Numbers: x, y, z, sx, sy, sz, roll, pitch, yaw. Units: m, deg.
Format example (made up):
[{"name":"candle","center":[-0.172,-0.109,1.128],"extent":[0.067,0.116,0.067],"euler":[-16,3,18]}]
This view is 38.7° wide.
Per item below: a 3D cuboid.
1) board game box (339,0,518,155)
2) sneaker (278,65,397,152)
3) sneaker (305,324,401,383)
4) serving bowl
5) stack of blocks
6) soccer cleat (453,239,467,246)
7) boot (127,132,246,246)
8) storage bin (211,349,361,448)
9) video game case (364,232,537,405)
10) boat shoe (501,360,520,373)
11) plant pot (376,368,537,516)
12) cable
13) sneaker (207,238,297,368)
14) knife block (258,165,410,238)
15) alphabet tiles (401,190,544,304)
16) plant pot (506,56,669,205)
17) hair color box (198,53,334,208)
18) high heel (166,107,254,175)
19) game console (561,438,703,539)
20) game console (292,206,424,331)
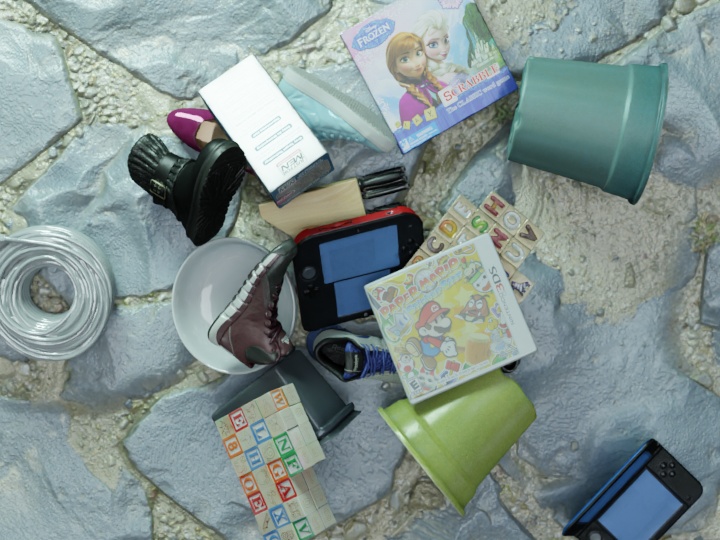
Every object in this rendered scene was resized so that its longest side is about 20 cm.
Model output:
[{"name":"board game box","center":[0.100,-0.307,1.508],"extent":[0.198,0.041,0.201],"euler":[-30,98,3]},{"name":"sneaker","center":[-0.040,-0.216,1.503],"extent":[0.199,0.074,0.083],"euler":[35,113,11]},{"name":"sneaker","center":[0.012,0.136,1.535],"extent":[0.196,0.115,0.082],"euler":[10,99,-3]},{"name":"serving bowl","center":[-0.181,0.050,1.533],"extent":[0.197,0.066,0.204],"euler":[2,96,15]},{"name":"stack of blocks","center":[-0.110,0.276,1.431],"extent":[0.114,0.058,0.202],"euler":[-29,81,31]},{"name":"soccer cleat","center":[0.125,0.047,1.528],"extent":[0.076,0.069,0.203],"euler":[14,91,20]},{"name":"boot","center":[-0.251,-0.147,1.441],"extent":[0.158,0.079,0.212],"euler":[48,140,14]},{"name":"storage bin","center":[-0.116,0.216,1.533],"extent":[0.199,0.145,0.135],"euler":[-37,88,29]},{"name":"video game case","center":[0.128,0.069,1.467],"extent":[0.197,0.023,0.184],"euler":[-23,83,1]},{"name":"boat shoe","center":[0.202,0.059,1.556],"extent":[0.066,0.057,0.203],"euler":[-18,98,3]},{"name":"plant pot","center":[0.155,0.225,1.521],"extent":[0.184,0.200,0.201],"euler":[-39,97,-4]},{"name":"cable","center":[-0.466,0.033,1.535],"extent":[0.196,0.069,0.204],"euler":[-4,99,-1]},{"name":"sneaker","center":[-0.121,0.058,1.452],"extent":[0.115,0.076,0.201],"euler":[41,115,4]},{"name":"knife block","center":[-0.029,-0.109,1.524],"extent":[0.198,0.064,0.177],"euler":[31,96,-5]},{"name":"alphabet tiles","center":[0.169,-0.006,1.489],"extent":[0.167,0.008,0.201],"euler":[38,89,4]},{"name":"plant pot","center":[0.316,-0.213,1.460],"extent":[0.193,0.200,0.204],"euler":[12,98,5]},{"name":"hair color box","center":[-0.133,-0.197,1.442],"extent":[0.099,0.061,0.201],"euler":[-34,68,-4]},{"name":"high heel","center":[-0.193,-0.187,1.492],"extent":[0.197,0.096,0.068],"euler":[19,98,-4]},{"name":"game console","center":[0.421,0.368,1.576],"extent":[0.170,0.118,0.200],"euler":[42,96,-6]},{"name":"game console","center":[0.000,0.000,1.506],"extent":[0.197,0.031,0.179],"euler":[-14,125,-9]}]
